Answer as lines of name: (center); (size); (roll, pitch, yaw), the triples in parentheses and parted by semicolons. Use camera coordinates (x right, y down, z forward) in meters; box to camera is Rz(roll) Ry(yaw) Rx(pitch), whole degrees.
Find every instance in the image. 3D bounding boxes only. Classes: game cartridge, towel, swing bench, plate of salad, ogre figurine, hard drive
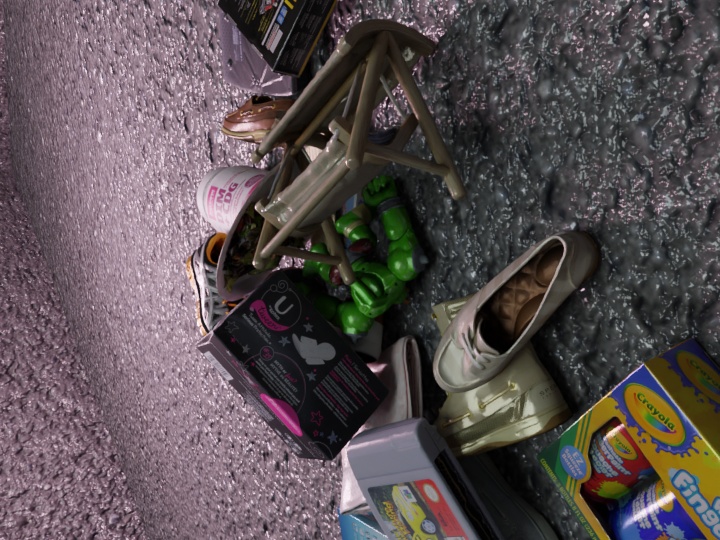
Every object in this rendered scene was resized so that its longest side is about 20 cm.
game cartridge: (0.070, 0.252, 0.721); (0.133, 0.041, 0.201); (-28, 95, 50)
towel: (0.021, 0.202, 0.875); (0.200, 0.032, 0.192); (136, 140, -54)
swing bench: (-0.018, -0.122, 0.704); (0.199, 0.129, 0.201); (-40, 49, 45)
plate of salad: (-0.107, -0.045, 0.851); (0.048, 0.200, 0.201); (30, 132, 12)
ogre figurine: (0.000, 0.000, 0.819); (0.120, 0.200, 0.098); (51, -175, 25)
hard drive: (-0.135, -0.317, 0.956); (0.200, 0.042, 0.136); (26, 124, 49)

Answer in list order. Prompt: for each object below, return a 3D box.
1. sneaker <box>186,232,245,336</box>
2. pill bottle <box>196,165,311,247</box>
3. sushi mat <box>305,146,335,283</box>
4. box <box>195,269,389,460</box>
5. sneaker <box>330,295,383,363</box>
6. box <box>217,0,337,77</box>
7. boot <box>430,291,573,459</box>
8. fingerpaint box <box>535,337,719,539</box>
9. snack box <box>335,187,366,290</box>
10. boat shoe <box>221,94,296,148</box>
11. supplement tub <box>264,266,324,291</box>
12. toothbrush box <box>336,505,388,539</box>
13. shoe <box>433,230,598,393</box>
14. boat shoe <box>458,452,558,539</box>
sneaker: (-0.189, 0.032, 0.966); (0.077, 0.078, 0.201); (-50, 57, 33)
pill bottle: (-0.159, -0.094, 1.017); (0.200, 0.113, 0.114); (20, 119, 52)
sushi mat: (-0.052, -0.089, 0.909); (0.096, 0.012, 0.202); (-152, 58, -66)
box: (-0.085, 0.118, 0.840); (0.200, 0.115, 0.132); (49, 155, -6)
sneaker: (-0.019, 0.084, 0.937); (0.200, 0.072, 0.085); (-20, 52, 61)
box: (-0.082, -0.358, 0.809); (0.160, 0.049, 0.201); (51, 124, 29)
boot: (0.103, 0.110, 0.719); (0.200, 0.073, 0.156); (-30, 77, 41)
fingerpaint box: (0.256, 0.185, 0.538); (0.201, 0.073, 0.167); (57, 143, 25)
snack box: (-0.019, -0.078, 0.893); (0.072, 0.024, 0.201); (36, 131, 46)
boat shoe: (-0.138, -0.214, 0.986); (0.200, 0.072, 0.068); (21, 102, 55)
supplement tub: (-0.139, 0.061, 1.058); (0.200, 0.106, 0.108); (-18, 88, 58)
toothbrush box: (0.065, 0.390, 0.899); (0.200, 0.085, 0.148); (3, 105, 57)
shoe: (0.128, 0.039, 0.624); (0.070, 0.053, 0.200); (49, 116, 21)
boat shoe: (0.139, 0.269, 0.751); (0.201, 0.071, 0.070); (50, 139, 35)
